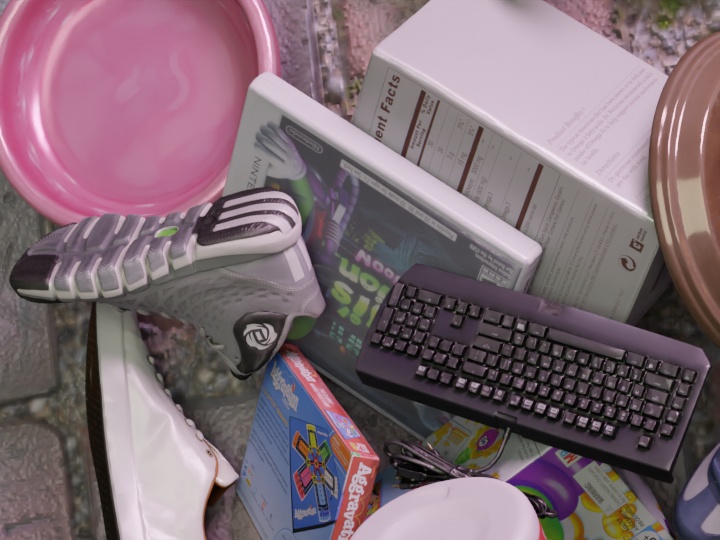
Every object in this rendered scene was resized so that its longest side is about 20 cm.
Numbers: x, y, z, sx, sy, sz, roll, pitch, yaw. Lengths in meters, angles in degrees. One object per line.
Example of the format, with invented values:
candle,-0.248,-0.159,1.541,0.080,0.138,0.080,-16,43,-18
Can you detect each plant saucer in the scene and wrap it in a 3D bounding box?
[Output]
plant saucer,-0.141,-0.116,1.532,0.200,0.051,0.201,-3,81,17
plant saucer,0.237,-0.041,1.361,0.029,0.200,0.201,-12,81,46

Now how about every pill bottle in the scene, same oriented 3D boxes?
pill bottle,0.073,0.223,1.321,0.114,0.114,0.200,-17,118,13

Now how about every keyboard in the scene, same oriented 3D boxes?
keyboard,0.085,0.076,1.341,0.200,0.021,0.127,16,81,28

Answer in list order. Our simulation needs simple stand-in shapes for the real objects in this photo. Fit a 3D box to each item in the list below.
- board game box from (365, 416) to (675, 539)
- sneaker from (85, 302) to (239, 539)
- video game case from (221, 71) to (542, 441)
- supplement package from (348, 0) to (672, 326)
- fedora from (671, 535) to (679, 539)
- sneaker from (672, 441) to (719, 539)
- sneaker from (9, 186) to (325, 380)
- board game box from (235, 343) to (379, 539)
board game box,0.067,0.161,1.414,0.200,0.105,0.103,-37,113,9
sneaker,-0.125,0.108,1.516,0.084,0.073,0.200,-7,76,-15
video game case,0.000,0.000,1.445,0.200,0.023,0.182,33,137,15
supplement package,0.105,-0.067,1.411,0.200,0.117,0.117,34,139,15
fedora,0.227,0.237,1.395,0.200,0.082,0.201,0,89,21
sneaker,0.234,0.079,1.322,0.200,0.082,0.070,-46,45,16
sneaker,-0.112,0.024,1.468,0.200,0.075,0.116,-9,123,27
board game box,-0.034,0.121,1.415,0.019,0.200,0.103,9,104,-17
